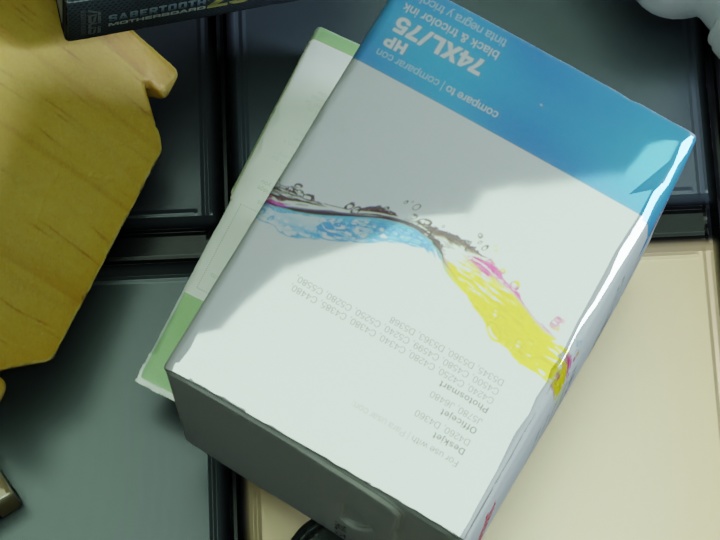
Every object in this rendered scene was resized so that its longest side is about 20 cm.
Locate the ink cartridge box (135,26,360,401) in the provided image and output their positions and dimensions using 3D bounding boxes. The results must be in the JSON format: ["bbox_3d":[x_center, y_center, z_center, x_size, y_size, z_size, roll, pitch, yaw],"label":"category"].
[{"bbox_3d":[0.000,0.000,1.075,0.145,0.048,0.201,25,77,7],"label":"ink cartridge box"}]

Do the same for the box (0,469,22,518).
[{"bbox_3d":[-0.276,0.119,1.050,0.199,0.032,0.121,-36,77,-8],"label":"box"}]

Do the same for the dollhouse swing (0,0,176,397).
[{"bbox_3d":[-0.233,-0.050,1.073,0.182,0.175,0.201,40,60,-27],"label":"dollhouse swing"}]

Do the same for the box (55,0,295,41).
[{"bbox_3d":[-0.082,-0.218,1.042,0.156,0.051,0.202,-11,75,-11],"label":"box"}]

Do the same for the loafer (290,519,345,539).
[{"bbox_3d":[0.047,0.181,1.010,0.200,0.070,0.068,41,78,11],"label":"loafer"}]

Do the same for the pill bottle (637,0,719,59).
[{"bbox_3d":[0.158,-0.197,1.096,0.112,0.112,0.201,-33,76,-9],"label":"pill bottle"}]

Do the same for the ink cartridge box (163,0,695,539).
[{"bbox_3d":[0.029,0.012,0.971,0.145,0.147,0.201,29,75,7],"label":"ink cartridge box"}]
